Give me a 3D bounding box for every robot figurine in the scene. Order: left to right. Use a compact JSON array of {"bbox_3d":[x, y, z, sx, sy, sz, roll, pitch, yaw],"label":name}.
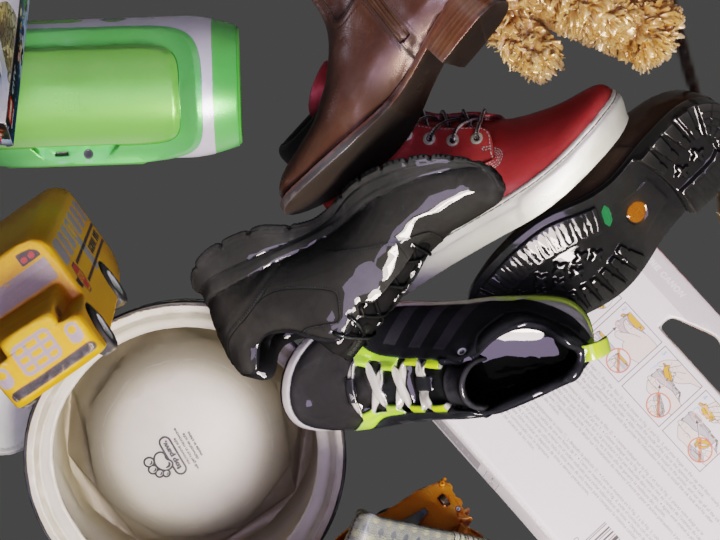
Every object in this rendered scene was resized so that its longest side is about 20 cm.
[{"bbox_3d":[-0.019,0.210,1.284,0.199,0.145,0.058,-34,72,-14],"label":"robot figurine"}]

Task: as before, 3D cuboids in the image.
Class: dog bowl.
[{"bbox_3d":[-0.109,0.109,1.302,0.198,0.074,0.202,-1,103,-3],"label":"dog bowl"}]

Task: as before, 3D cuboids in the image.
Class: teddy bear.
[{"bbox_3d":[0.111,-0.186,1.252,0.199,0.067,0.146,28,97,-9],"label":"teddy bear"}]

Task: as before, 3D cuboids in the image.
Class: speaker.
[{"bbox_3d":[-0.171,-0.108,1.246,0.198,0.088,0.089,-2,102,-3],"label":"speaker"}]

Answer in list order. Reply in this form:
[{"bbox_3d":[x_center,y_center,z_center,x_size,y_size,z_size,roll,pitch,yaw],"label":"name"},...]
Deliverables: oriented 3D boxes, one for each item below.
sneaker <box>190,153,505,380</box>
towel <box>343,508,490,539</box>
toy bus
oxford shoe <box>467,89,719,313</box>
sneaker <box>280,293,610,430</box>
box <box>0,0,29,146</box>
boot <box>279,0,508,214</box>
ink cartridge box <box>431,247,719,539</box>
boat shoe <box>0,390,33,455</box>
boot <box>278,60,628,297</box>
[{"bbox_3d":[0.000,0.000,1.205,0.199,0.076,0.091,-27,69,19],"label":"sneaker"},{"bbox_3d":[0.028,0.246,1.242,0.199,0.034,0.194,21,88,-45],"label":"towel"},{"bbox_3d":[-0.186,0.013,1.212,0.065,0.200,0.079,-33,103,4],"label":"toy bus"},{"bbox_3d":[0.145,-0.035,1.280,0.200,0.084,0.073,-39,115,2],"label":"oxford shoe"},{"bbox_3d":[0.046,0.054,1.218,0.198,0.083,0.072,-14,102,5],"label":"sneaker"},{"bbox_3d":[-0.260,-0.175,1.200,0.135,0.038,0.202,3,72,-2],"label":"box"},{"bbox_3d":[-0.036,-0.161,1.225,0.186,0.064,0.200,-46,73,7],"label":"boot"},{"bbox_3d":[0.165,0.096,1.295,0.176,0.045,0.200,-40,81,-11],"label":"ink cartridge box"},{"bbox_3d":[-0.256,0.031,1.280,0.074,0.068,0.201,-27,102,3],"label":"boat shoe"},{"bbox_3d":[0.050,-0.088,1.252,0.199,0.072,0.145,-32,100,24],"label":"boot"}]
